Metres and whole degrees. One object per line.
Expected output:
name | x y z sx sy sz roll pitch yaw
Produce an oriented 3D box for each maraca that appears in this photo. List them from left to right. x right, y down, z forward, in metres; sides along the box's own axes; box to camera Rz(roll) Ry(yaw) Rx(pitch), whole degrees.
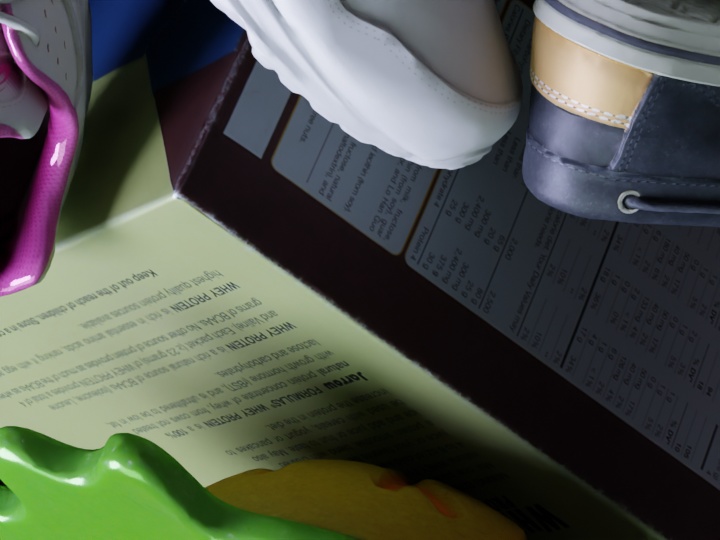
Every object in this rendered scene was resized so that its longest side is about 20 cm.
maraca | -0.015 0.098 0.751 0.200 0.107 0.137 29 146 -10

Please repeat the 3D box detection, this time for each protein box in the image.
protein box | 0.000 0.000 0.832 0.200 0.135 0.198 35 151 -22

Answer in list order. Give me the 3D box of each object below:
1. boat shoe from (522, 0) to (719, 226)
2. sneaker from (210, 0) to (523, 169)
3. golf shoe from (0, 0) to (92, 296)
boat shoe | 0.121 -0.033 0.728 0.199 0.062 0.075 6 -159 -35
sneaker | 0.000 -0.123 0.672 0.099 0.078 0.201 -23 94 28
golf shoe | -0.093 -0.083 0.689 0.075 0.092 0.201 -7 128 -6
